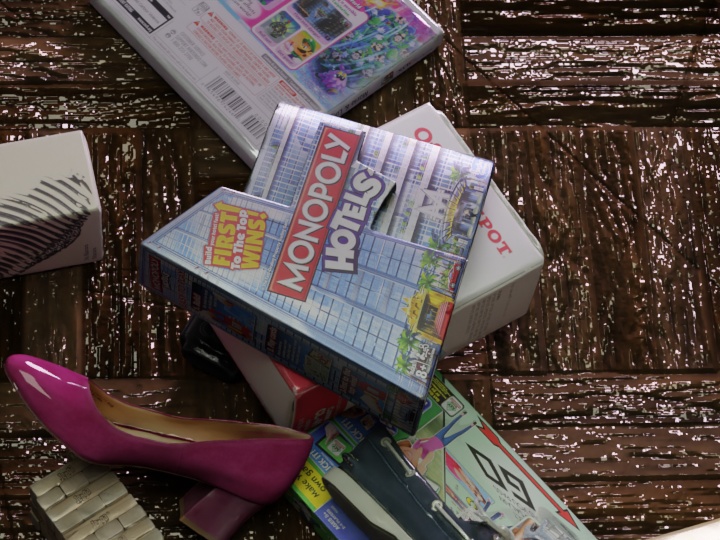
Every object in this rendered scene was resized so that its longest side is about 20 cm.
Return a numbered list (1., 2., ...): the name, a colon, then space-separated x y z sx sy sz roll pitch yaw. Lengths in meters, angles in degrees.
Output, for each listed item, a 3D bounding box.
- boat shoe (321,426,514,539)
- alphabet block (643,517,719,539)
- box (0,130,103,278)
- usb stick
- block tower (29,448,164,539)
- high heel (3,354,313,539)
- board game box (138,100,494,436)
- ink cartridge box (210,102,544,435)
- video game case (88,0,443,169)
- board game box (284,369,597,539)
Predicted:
1. boat shoe: 0.063 0.178 1.542 0.062 0.075 0.200 -45 63 -12
2. alphabet block: 0.216 0.277 1.424 0.200 0.197 0.195 -14 27 -11
3. box: -0.279 -0.034 1.658 0.200 0.082 0.068 -12 64 -9
4. usb stick: -0.060 -0.012 1.690 0.055 0.033 0.200 28 63 3
5. block tower: -0.140 0.204 1.553 0.058 0.054 0.200 -31 67 -20
6. high heel: -0.129 0.090 1.554 0.096 0.200 0.067 -48 27 13
7. board game box: -0.031 -0.019 1.550 0.200 0.062 0.200 16 62 2
8. ink cartridge box: 0.000 0.000 1.625 0.200 0.086 0.148 -26 67 -20
9. video game case: -0.071 -0.189 1.791 0.182 0.024 0.200 -36 69 -21
10. board game box: 0.050 0.161 1.606 0.135 0.029 0.200 -36 70 -22
